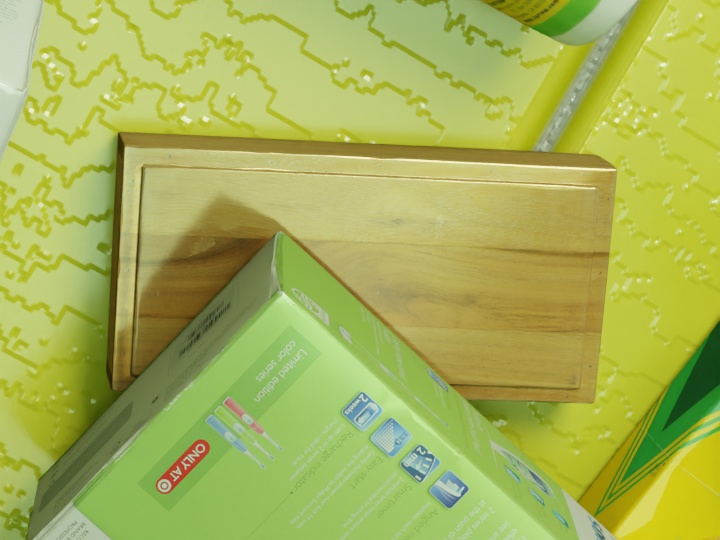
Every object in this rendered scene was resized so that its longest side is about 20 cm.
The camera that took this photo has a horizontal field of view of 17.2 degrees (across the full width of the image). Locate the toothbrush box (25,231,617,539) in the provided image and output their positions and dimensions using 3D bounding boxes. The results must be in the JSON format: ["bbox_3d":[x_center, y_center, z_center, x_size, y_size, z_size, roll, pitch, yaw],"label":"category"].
[{"bbox_3d":[-0.008,0.110,0.919,0.200,0.086,0.146,42,101,-12],"label":"toothbrush box"}]

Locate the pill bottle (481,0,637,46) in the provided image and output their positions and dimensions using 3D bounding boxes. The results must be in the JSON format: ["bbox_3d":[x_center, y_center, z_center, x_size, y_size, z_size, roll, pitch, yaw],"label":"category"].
[{"bbox_3d":[0.023,-0.176,0.887,0.199,0.111,0.112,27,97,-15],"label":"pill bottle"}]

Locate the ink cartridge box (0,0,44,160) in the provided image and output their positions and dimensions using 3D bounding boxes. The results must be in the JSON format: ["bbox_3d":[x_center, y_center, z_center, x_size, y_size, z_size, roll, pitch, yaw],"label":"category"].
[{"bbox_3d":[-0.241,-0.046,0.872,0.199,0.084,0.176,21,118,-14],"label":"ink cartridge box"}]

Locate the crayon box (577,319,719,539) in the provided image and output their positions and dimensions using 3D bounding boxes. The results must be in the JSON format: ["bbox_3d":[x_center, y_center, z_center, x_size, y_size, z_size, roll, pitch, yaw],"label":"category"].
[{"bbox_3d":[0.217,0.103,1.012,0.200,0.058,0.173,36,94,-15],"label":"crayon box"}]

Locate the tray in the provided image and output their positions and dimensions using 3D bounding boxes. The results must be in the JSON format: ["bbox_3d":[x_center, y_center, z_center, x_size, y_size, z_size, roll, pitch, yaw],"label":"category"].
[{"bbox_3d":[0.000,0.000,0.962,0.198,0.037,0.099,2,102,-10],"label":"tray"}]
